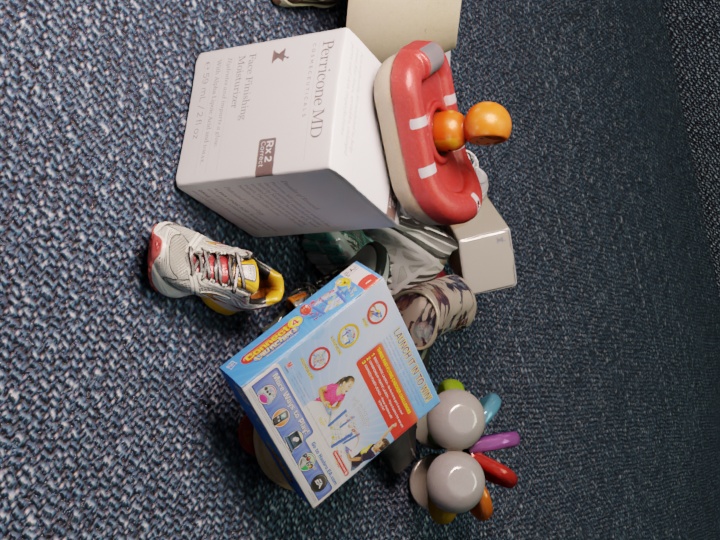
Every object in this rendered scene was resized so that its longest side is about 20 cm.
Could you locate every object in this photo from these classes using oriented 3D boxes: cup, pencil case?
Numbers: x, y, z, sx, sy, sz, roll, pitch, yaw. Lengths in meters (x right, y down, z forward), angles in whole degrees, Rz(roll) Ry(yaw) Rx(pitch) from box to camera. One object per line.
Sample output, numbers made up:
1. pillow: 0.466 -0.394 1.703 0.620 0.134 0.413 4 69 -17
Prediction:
1. cup: 0.062 -0.353 1.523 0.200 0.142 0.203 7 90 -86
2. pencil case: 0.096 0.057 1.547 0.090 0.078 0.200 -58 165 16

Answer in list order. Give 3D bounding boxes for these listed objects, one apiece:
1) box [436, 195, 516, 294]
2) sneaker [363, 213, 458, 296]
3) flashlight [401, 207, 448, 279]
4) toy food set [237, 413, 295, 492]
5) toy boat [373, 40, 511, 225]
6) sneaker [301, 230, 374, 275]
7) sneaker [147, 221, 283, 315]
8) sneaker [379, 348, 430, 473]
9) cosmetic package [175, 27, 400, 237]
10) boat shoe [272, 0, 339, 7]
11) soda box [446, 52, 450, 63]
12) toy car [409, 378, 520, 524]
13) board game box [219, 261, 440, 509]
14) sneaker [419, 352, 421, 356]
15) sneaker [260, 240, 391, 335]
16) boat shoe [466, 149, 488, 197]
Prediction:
1. box: 0.165 -0.051 1.713 0.200 0.077 0.096 -110 -171 -66
2. sneaker: 0.032 -0.025 1.575 0.199 0.076 0.116 23 104 -30
3. flashlight: 0.073 -0.038 1.672 0.068 0.067 0.201 -52 127 -44
4. toy food set: -0.047 0.168 1.357 0.197 0.049 0.201 -36 126 -18
5. toy boat: 0.100 -0.149 1.249 0.131 0.129 0.202 -44 126 -57
6. sneaker: 0.000 0.000 1.507 0.092 0.077 0.201 -57 136 -38
7. sneaker: -0.153 -0.005 1.231 0.200 0.081 0.079 23 67 -58
8. sneaker: 0.054 0.175 1.609 0.201 0.074 0.107 -65 147 -32
9. cosmetic package: -0.069 -0.145 1.279 0.165 0.198 0.167 34 57 -55
10. boat shoe: -0.040 -0.375 1.488 0.202 0.074 0.075 -42 122 -55
11. soda box: 0.090 -0.251 1.714 0.064 0.068 0.202 22 68 -58
12. toy car: 0.153 0.256 1.634 0.175 0.148 0.202 135 -43 -77
13. board game box: -0.028 0.128 1.285 0.195 0.056 0.201 -37 126 -17
14. sneaker: 0.012 0.156 1.506 0.077 0.085 0.201 49 49 -18
15. sneaker: -0.039 0.036 1.386 0.200 0.074 0.080 -48 122 -17
16. boat shoe: 0.134 -0.139 1.647 0.199 0.069 0.072 0 46 -52
